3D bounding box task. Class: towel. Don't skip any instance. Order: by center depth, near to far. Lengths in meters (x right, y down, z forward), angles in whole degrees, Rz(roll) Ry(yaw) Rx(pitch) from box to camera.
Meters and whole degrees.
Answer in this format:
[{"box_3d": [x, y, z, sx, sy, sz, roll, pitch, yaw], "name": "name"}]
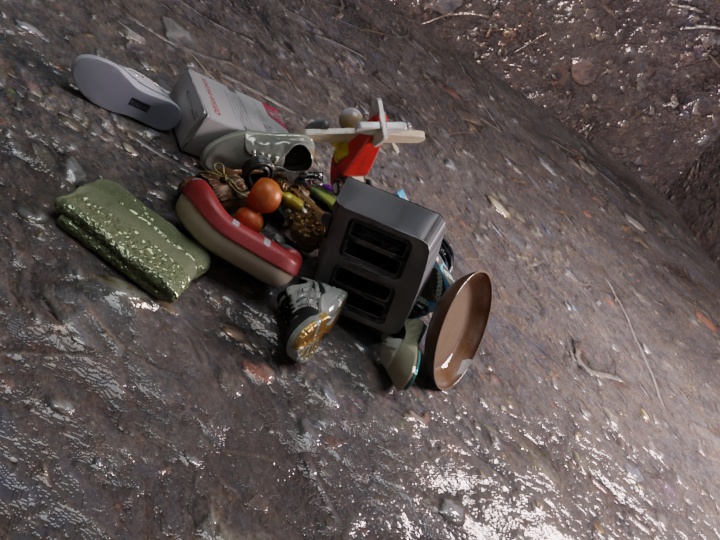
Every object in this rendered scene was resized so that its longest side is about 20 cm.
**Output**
[{"box_3d": [-0.298, -0.045, 1.350, 0.200, 0.037, 0.148, 39, 25, -3], "name": "towel"}, {"box_3d": [-0.008, -0.115, 1.885, 0.144, 0.023, 0.200, 40, 20, 32], "name": "towel"}]

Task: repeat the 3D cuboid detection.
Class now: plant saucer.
[{"box_3d": [0.151, 0.090, 1.623, 0.037, 0.201, 0.200, 21, 14, 26], "name": "plant saucer"}]

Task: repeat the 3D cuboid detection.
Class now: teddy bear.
[{"box_3d": [-0.105, -0.094, 1.704, 0.200, 0.067, 0.145, 46, 14, 29], "name": "teddy bear"}]

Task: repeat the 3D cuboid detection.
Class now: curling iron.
[{"box_3d": [-0.087, -0.157, 1.765, 0.049, 0.026, 0.200, -1, 4, -1], "name": "curling iron"}]

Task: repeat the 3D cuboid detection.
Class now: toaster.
[{"box_3d": [0.027, -0.018, 1.560, 0.199, 0.181, 0.119, 23, 30, 5], "name": "toaster"}]

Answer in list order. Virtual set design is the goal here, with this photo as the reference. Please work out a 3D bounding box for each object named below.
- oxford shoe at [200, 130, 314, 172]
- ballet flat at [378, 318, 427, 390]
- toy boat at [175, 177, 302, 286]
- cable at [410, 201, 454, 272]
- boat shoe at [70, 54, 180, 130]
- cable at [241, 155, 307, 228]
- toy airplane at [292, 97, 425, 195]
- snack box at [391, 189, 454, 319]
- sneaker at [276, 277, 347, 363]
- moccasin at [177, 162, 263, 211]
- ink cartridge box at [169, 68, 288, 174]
[{"box_3d": [-0.164, -0.189, 1.680, 0.199, 0.075, 0.058, -6, 43, -23], "name": "oxford shoe"}, {"box_3d": [0.059, 0.122, 1.565, 0.069, 0.070, 0.200, 38, 19, -5], "name": "ballet flat"}, {"box_3d": [-0.161, -0.074, 1.455, 0.200, 0.131, 0.130, 31, -1, -21], "name": "toy boat"}, {"box_3d": [0.100, -0.053, 1.800, 0.163, 0.051, 0.200, 36, 35, 3], "name": "cable"}, {"box_3d": [-0.379, -0.289, 1.625, 0.200, 0.074, 0.065, 32, 18, -43], "name": "boat shoe"}, {"box_3d": [-0.152, -0.119, 1.537, 0.200, 0.097, 0.051, 62, 18, -59], "name": "cable"}, {"box_3d": [-0.003, -0.241, 1.821, 0.200, 0.199, 0.142, 42, 25, -57], "name": "toy airplane"}, {"box_3d": [0.066, -0.019, 1.668, 0.200, 0.116, 0.037, 59, 21, -7], "name": "snack box"}, {"box_3d": [-0.087, 0.067, 1.448, 0.087, 0.076, 0.200, 26, 20, 5], "name": "sneaker"}, {"box_3d": [-0.208, -0.129, 1.576, 0.074, 0.078, 0.201, 49, 25, 20], "name": "moccasin"}, {"box_3d": [-0.222, -0.243, 1.747, 0.200, 0.085, 0.146, 22, 30, -40], "name": "ink cartridge box"}]
